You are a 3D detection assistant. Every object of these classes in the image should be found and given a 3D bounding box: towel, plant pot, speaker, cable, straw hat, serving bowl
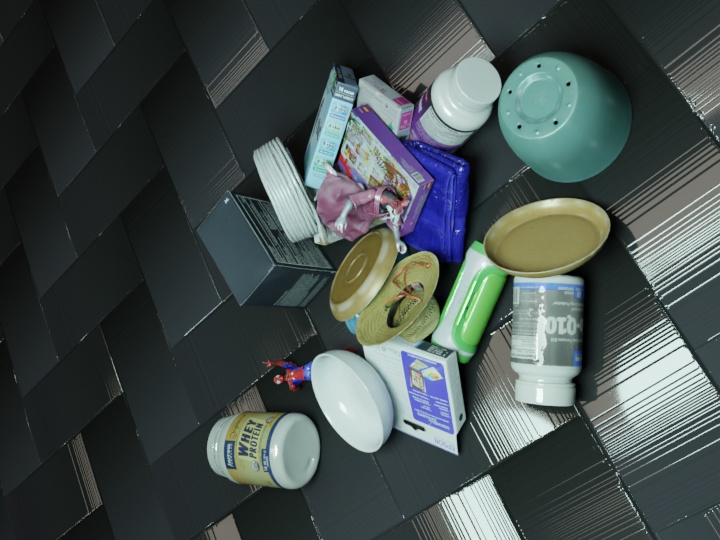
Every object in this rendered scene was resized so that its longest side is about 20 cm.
[{"bbox_3d":[0.122,-0.118,1.331,0.147,0.049,0.202,28,134,33],"label":"towel"},{"bbox_3d":[0.000,0.000,1.403,0.200,0.027,0.201,-46,24,27],"label":"plant pot"},{"bbox_3d":[0.311,-0.255,1.203,0.199,0.160,0.204,-4,83,35],"label":"plant pot"},{"bbox_3d":[0.192,0.054,1.302,0.088,0.088,0.202,29,102,33],"label":"speaker"},{"bbox_3d":[-0.139,-0.153,1.445,0.069,0.201,0.201,-25,37,1],"label":"cable"},{"bbox_3d":[0.090,0.071,1.291,0.200,0.085,0.202,-37,26,22],"label":"straw hat"},{"bbox_3d":[-0.006,0.229,1.387,0.199,0.065,0.202,33,137,36],"label":"serving bowl"},{"bbox_3d":[0.295,-0.048,1.197,0.198,0.201,0.028,3,131,35],"label":"plant pot"}]

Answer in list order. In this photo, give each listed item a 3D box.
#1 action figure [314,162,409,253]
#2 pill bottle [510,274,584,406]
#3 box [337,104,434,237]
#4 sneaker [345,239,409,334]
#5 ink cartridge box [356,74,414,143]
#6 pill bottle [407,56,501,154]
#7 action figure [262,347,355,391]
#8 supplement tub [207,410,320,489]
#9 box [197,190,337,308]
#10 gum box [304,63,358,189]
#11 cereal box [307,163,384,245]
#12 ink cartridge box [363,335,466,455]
[{"bbox_3d":[0.018,-0.114,1.316,0.199,0.133,0.151,-8,64,48],"label":"action figure"},{"bbox_3d":[0.298,0.110,1.206,0.113,0.113,0.203,0,86,34],"label":"pill bottle"},{"bbox_3d":[0.040,-0.176,1.337,0.201,0.039,0.137,52,148,23],"label":"box"},{"bbox_3d":[0.020,0.036,1.429,0.129,0.079,0.203,8,89,34],"label":"sneaker"},{"bbox_3d":[0.035,-0.238,1.379,0.119,0.042,0.202,45,141,34],"label":"ink cartridge box"},{"bbox_3d":[0.157,-0.275,1.286,0.200,0.110,0.113,139,122,-65],"label":"pill bottle"},{"bbox_3d":[-0.112,0.200,1.497,0.198,0.098,0.066,-19,74,34],"label":"action figure"},{"bbox_3d":[-0.195,0.356,1.508,0.198,0.144,0.147,-6,82,34],"label":"supplement tub"},{"bbox_3d":[-0.187,-0.037,1.506,0.123,0.197,0.201,-46,62,22],"label":"box"},{"bbox_3d":[-0.059,-0.276,1.438,0.170,0.044,0.202,-99,27,-64],"label":"gum box"},{"bbox_3d":[-0.017,-0.148,1.493,0.198,0.039,0.146,-19,73,32],"label":"cereal box"},{"bbox_3d":[0.095,0.210,1.349,0.197,0.043,0.202,15,125,41],"label":"ink cartridge box"}]
